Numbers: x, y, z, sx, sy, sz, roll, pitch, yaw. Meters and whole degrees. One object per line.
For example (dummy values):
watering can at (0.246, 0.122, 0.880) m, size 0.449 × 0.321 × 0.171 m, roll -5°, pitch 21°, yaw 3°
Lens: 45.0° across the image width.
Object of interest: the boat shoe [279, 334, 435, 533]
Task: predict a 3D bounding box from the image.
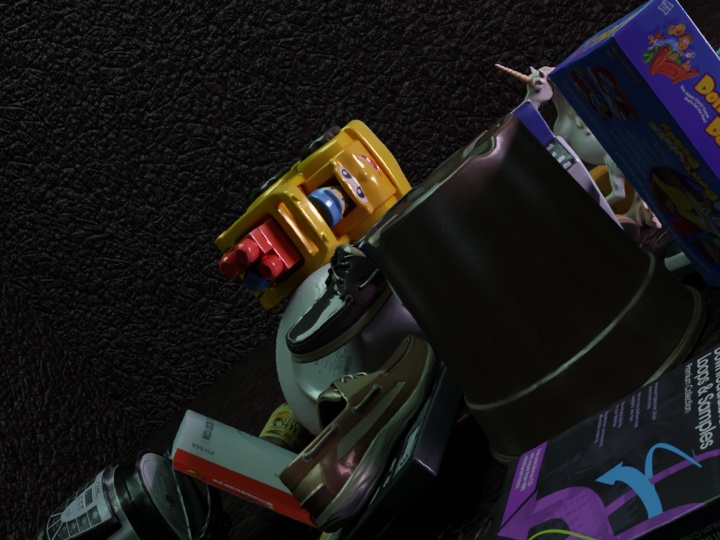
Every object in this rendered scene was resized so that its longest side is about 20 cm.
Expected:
boat shoe at (0.001, 0.114, 0.702) m, size 0.076 × 0.071 × 0.200 m, roll -54°, pitch 0°, yaw 42°

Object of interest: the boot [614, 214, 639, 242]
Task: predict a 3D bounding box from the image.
boot at (0.174, -0.028, 0.865) m, size 0.197 × 0.074 × 0.076 m, roll -15°, pitch 46°, yaw 6°

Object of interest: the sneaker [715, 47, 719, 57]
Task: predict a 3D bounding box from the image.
sneaker at (0.397, -0.184, 0.883) m, size 0.120 × 0.084 × 0.200 m, roll -34°, pitch 19°, yaw -10°

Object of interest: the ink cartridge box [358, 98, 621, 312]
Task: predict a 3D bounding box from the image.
ink cartridge box at (0.130, -0.014, 0.777) m, size 0.199 × 0.200 × 0.041 m, roll -40°, pitch 33°, yaw 8°

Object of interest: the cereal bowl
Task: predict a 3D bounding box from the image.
cereal bowl at (-0.012, 0.083, 0.879) m, size 0.199 × 0.202 × 0.083 m, roll -38°, pitch -23°, yaw 26°

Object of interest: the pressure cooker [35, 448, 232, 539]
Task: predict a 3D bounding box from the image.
pressure cooker at (-0.234, 0.296, 0.946) m, size 0.199 × 0.177 × 0.179 m, roll -39°, pitch -12°, yaw 1°

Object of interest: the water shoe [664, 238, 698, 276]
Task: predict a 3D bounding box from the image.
water shoe at (0.295, -0.077, 0.706) m, size 0.200 × 0.079 × 0.071 m, roll -43°, pitch 6°, yaw -24°

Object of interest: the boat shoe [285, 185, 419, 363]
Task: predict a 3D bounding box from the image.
boat shoe at (0.000, 0.000, 0.803) m, size 0.200 × 0.065 × 0.073 m, roll -44°, pitch 28°, yaw -13°

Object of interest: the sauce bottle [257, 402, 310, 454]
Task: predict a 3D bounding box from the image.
sauce bottle at (-0.108, 0.238, 1.141) m, size 0.064 × 0.065 × 0.200 m, roll -39°, pitch 7°, yaw 15°

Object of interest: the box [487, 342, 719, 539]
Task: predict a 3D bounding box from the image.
box at (0.151, 0.108, 0.455) m, size 0.199 × 0.036 × 0.143 m, roll -37°, pitch 6°, yaw 28°

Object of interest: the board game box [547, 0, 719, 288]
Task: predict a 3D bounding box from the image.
board game box at (0.218, -0.075, 0.572) m, size 0.045 × 0.201 × 0.134 m, roll -39°, pitch 5°, yaw -1°

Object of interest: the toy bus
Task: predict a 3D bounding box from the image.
toy bus at (-0.064, -0.050, 0.947) m, size 0.199 × 0.136 × 0.192 m, roll -36°, pitch 3°, yaw 31°

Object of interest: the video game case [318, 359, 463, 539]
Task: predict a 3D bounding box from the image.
video game case at (0.023, 0.168, 0.719) m, size 0.182 × 0.025 × 0.200 m, roll -55°, pitch -1°, yaw 24°

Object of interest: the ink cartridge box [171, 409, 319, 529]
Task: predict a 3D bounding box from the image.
ink cartridge box at (-0.120, 0.206, 0.924) m, size 0.048 × 0.158 × 0.200 m, roll -66°, pitch 9°, yaw -9°

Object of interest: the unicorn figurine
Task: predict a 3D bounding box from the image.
unicorn figurine at (0.230, -0.127, 0.892) m, size 0.074 × 0.198 × 0.139 m, roll -34°, pitch -42°, yaw -49°

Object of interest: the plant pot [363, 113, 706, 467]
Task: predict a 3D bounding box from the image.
plant pot at (0.117, 0.006, 0.660) m, size 0.200 × 0.199 × 0.200 m, roll -41°, pitch 4°, yaw 4°

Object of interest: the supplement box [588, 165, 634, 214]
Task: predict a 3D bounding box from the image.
supplement box at (0.282, -0.087, 0.956) m, size 0.069 × 0.067 × 0.199 m, roll -44°, pitch 7°, yaw -40°
